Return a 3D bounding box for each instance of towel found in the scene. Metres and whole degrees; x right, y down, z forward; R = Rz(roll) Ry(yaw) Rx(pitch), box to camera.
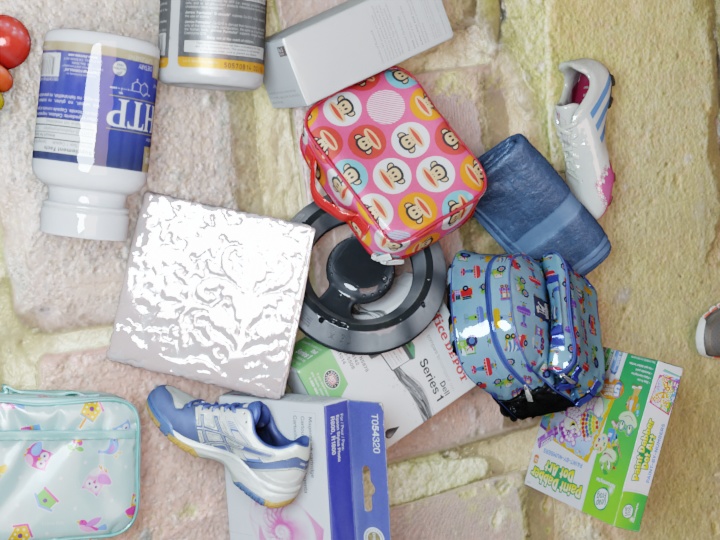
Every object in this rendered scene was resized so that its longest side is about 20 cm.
[{"bbox_3d":[-0.160,0.026,1.316,0.197,0.032,0.194,13,90,0],"label":"towel"},{"bbox_3d":[0.213,-0.065,1.479,0.111,0.049,0.200,-36,111,19],"label":"towel"}]

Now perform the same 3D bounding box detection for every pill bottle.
[{"bbox_3d":[-0.272,-0.136,1.236,0.118,0.119,0.203,5,94,-24],"label":"pill bottle"},{"bbox_3d":[-0.154,-0.294,1.275,0.115,0.116,0.203,2,95,-24],"label":"pill bottle"}]

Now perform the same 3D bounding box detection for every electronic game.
[{"bbox_3d":[0.000,0.000,1.371,0.197,0.042,0.203,3,65,-6],"label":"electronic game"}]

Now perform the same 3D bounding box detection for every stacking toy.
[{"bbox_3d":[-0.390,-0.164,1.206,0.085,0.085,0.202,28,80,-24],"label":"stacking toy"}]

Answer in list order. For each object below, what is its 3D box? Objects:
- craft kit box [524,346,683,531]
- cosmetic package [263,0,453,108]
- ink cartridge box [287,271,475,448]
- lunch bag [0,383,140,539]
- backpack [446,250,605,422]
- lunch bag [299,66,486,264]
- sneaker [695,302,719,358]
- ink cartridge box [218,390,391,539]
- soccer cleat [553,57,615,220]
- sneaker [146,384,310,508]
[{"bbox_3d":[0.292,0.194,1.484,0.048,0.199,0.201,14,89,-24],"label":"craft kit box"},{"bbox_3d":[-0.011,-0.255,1.348,0.198,0.113,0.082,-29,106,-17],"label":"cosmetic package"},{"bbox_3d":[0.023,0.115,1.416,0.199,0.084,0.147,-33,108,-17],"label":"ink cartridge box"},{"bbox_3d":[-0.330,0.200,1.268,0.197,0.077,0.163,2,95,-24],"label":"lunch bag"},{"bbox_3d":[0.184,0.060,1.397,0.200,0.133,0.185,36,47,-49],"label":"backpack"},{"bbox_3d":[0.025,-0.114,1.355,0.175,0.082,0.201,-30,76,-20],"label":"lunch bag"},{"bbox_3d":[0.549,0.081,1.652,0.197,0.082,0.078,-7,98,-24],"label":"sneaker"},{"bbox_3d":[-0.063,0.237,1.337,0.043,0.198,0.200,-14,103,-57],"label":"ink cartridge box"},{"bbox_3d":[0.269,-0.163,1.504,0.086,0.069,0.203,4,86,-41],"label":"soccer cleat"},{"bbox_3d":[-0.138,0.167,1.311,0.198,0.075,0.089,31,107,12],"label":"sneaker"}]
